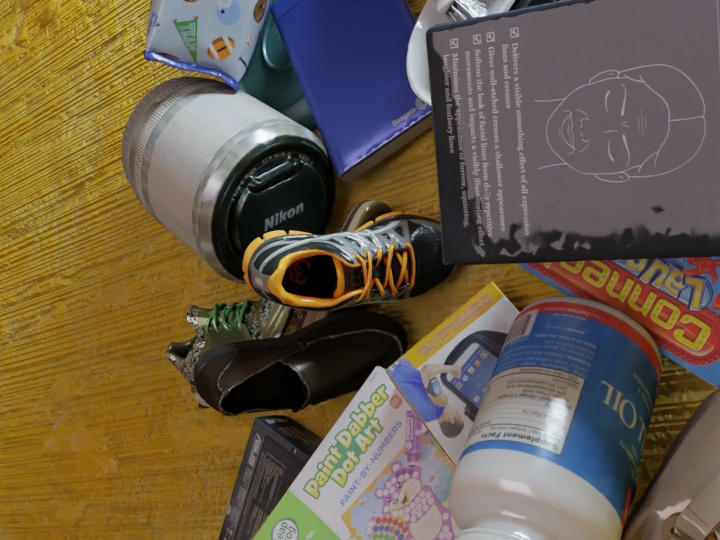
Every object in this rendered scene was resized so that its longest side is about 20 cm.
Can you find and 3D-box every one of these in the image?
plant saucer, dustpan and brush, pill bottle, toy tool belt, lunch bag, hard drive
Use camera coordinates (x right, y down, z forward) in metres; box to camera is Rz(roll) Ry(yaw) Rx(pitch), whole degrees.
[{"bbox_3d":[-0.076,-0.243,0.963,0.197,0.027,0.206,-5,82,41],"label":"plant saucer"},{"bbox_3d":[0.077,-0.232,0.774,0.140,0.057,0.201,-53,13,20],"label":"dustpan and brush"},{"bbox_3d":[0.122,0.126,0.583,0.111,0.113,0.202,-7,43,40],"label":"pill bottle"},{"bbox_3d":[0.231,0.182,0.569,0.122,0.125,0.202,34,86,19],"label":"toy tool belt"},{"bbox_3d":[-0.148,-0.294,0.930,0.200,0.121,0.173,-122,51,-68],"label":"lunch bag"},{"bbox_3d":[-0.002,-0.207,0.868,0.130,0.025,0.203,-31,69,22],"label":"hard drive"}]

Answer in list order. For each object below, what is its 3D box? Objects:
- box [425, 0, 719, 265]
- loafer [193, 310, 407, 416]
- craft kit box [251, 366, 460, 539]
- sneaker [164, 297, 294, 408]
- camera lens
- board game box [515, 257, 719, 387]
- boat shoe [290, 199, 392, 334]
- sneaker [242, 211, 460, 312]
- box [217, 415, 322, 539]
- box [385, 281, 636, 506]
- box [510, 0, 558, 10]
[{"bbox_3d":[0.152,-0.086,0.559,0.196,0.106,0.152,-1,96,32],"label":"box"},{"bbox_3d":[-0.046,0.095,0.798,0.072,0.195,0.075,-124,23,-59],"label":"loafer"},{"bbox_3d":[0.029,0.220,0.753,0.196,0.048,0.202,37,91,34],"label":"craft kit box"},{"bbox_3d":[-0.136,0.063,0.920,0.200,0.088,0.078,-43,18,31],"label":"sneaker"},{"bbox_3d":[-0.132,-0.094,0.903,0.199,0.158,0.163,35,107,40],"label":"camera lens"},{"bbox_3d":[0.211,-0.060,0.622,0.198,0.056,0.199,32,112,24],"label":"board game box"},{"bbox_3d":[-0.030,0.021,0.864,0.071,0.071,0.204,32,112,37],"label":"boat shoe"},{"bbox_3d":[0.000,0.000,0.770,0.077,0.195,0.080,-136,38,-72],"label":"sneaker"},{"bbox_3d":[-0.068,0.268,0.879,0.157,0.048,0.204,24,100,40],"label":"box"},{"bbox_3d":[0.120,0.118,0.703,0.118,0.042,0.201,-38,55,-2],"label":"box"},{"bbox_3d":[0.168,-0.153,0.708,0.161,0.043,0.201,52,119,25],"label":"box"}]
